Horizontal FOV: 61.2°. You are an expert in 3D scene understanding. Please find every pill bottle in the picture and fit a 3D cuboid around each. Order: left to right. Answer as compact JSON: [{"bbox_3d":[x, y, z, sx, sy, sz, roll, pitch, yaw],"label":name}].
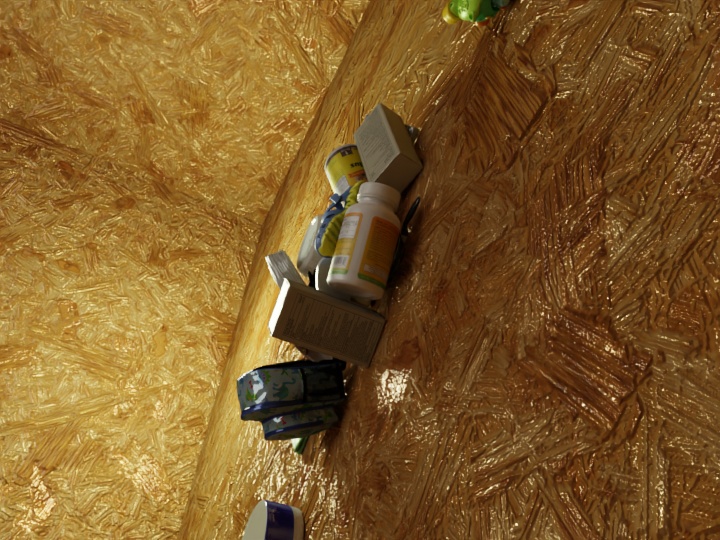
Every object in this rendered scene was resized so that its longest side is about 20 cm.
[{"bbox_3d":[-0.004,-0.182,1.368,0.110,0.108,0.202,-55,45,39],"label":"pill bottle"},{"bbox_3d":[0.014,-0.057,1.147,0.111,0.109,0.203,158,129,-69],"label":"pill bottle"}]

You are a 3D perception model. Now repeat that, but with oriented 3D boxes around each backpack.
[{"bbox_3d":[-0.142,0.259,1.216,0.183,0.197,0.150,-41,51,56],"label":"backpack"}]

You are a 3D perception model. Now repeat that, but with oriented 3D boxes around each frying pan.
[{"bbox_3d":[0.070,-0.059,1.206,0.192,0.031,0.115,-65,17,6],"label":"frying pan"}]

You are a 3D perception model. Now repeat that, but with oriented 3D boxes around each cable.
[{"bbox_3d":[-0.192,0.035,1.694,0.069,0.202,0.200,-31,19,-5],"label":"cable"}]

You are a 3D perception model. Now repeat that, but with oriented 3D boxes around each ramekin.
[{"bbox_3d":[-0.109,-0.063,1.706,0.204,0.093,0.204,-90,26,-53],"label":"ramekin"}]

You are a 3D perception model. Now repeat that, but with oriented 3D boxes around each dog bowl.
[{"bbox_3d":[-0.183,0.562,1.194,0.201,0.078,0.202,-59,19,33],"label":"dog bowl"}]

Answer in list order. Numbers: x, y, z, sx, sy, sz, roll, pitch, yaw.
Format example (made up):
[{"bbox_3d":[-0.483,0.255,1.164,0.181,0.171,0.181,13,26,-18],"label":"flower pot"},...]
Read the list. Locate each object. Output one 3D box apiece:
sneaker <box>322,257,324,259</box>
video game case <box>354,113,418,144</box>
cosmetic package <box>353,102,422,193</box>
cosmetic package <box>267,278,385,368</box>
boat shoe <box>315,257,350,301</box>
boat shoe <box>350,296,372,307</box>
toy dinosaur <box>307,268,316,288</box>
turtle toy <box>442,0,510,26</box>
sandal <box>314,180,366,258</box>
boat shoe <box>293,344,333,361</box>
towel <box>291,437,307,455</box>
[{"bbox_3d":[-0.052,-0.055,1.296,0.115,0.076,0.200,-36,29,-11],"label":"sneaker"},{"bbox_3d":[0.036,-0.259,1.444,0.181,0.023,0.203,29,99,46],"label":"video game case"},{"bbox_3d":[0.056,-0.263,1.329,0.104,0.072,0.202,-45,40,29],"label":"cosmetic package"},{"bbox_3d":[-0.066,0.099,1.154,0.105,0.197,0.087,-67,17,3],"label":"cosmetic package"},{"bbox_3d":[-0.051,0.068,1.239,0.068,0.071,0.203,12,122,66],"label":"boat shoe"},{"bbox_3d":[0.000,0.000,1.316,0.065,0.070,0.201,-57,29,23],"label":"boat shoe"},{"bbox_3d":[-0.078,0.039,1.534,0.136,0.100,0.204,-74,-11,-83],"label":"toy dinosaur"},{"bbox_3d":[0.237,-0.539,1.116,0.146,0.100,0.203,159,130,-70],"label":"turtle toy"},{"bbox_3d":[-0.045,-0.099,1.233,0.086,0.080,0.201,-5,38,34],"label":"sandal"},{"bbox_3d":[-0.123,0.155,1.361,0.200,0.067,0.073,43,105,33],"label":"boat shoe"},{"bbox_3d":[-0.138,0.322,1.438,0.200,0.030,0.151,-137,68,-73],"label":"towel"}]
